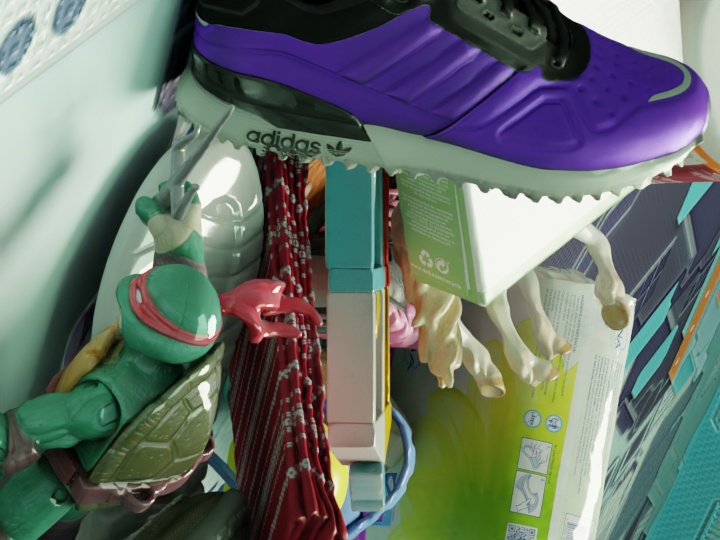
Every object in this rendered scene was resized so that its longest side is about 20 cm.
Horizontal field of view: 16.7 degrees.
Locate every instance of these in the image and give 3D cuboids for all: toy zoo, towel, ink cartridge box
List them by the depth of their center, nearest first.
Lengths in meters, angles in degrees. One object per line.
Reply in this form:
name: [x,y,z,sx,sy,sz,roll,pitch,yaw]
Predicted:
towel: [-0.034,0.053,0.991,0.145,0.022,0.200,107,-18,-54]
ink cartridge box: [0.072,-0.104,1.003,0.146,0.048,0.200,-36,133,-33]
toy zoo: [0.000,0.000,1.017,0.131,0.020,0.200,-23,113,-86]

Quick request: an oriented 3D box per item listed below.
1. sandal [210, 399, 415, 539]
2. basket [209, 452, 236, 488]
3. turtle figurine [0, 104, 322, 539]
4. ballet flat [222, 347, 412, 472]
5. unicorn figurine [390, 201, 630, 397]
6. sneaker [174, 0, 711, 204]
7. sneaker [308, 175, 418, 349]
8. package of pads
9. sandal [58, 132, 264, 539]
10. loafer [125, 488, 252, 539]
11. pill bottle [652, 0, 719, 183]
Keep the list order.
sandal: [-0.034,0.117,1.154,0.087,0.080,0.200,-24,166,-37]
basket: [-0.086,0.193,1.041,0.200,0.176,0.139,-44,177,-12]
turtle figurine: [-0.097,0.041,0.834,0.150,0.101,0.200,-22,153,-47]
ballet flat: [-0.012,0.073,1.253,0.068,0.072,0.200,-59,167,-3]
unicorn figurine: [0.063,-0.020,1.128,0.074,0.137,0.200,-26,-179,16]
sneaker: [0.037,-0.088,0.892,0.070,0.200,0.100,-99,-163,-56]
sneaker: [0.002,-0.011,1.181,0.200,0.079,0.095,16,81,-77]
package of pads: [0.063,0.079,1.285,0.200,0.068,0.155,-9,-111,64]
sandal: [-0.090,0.039,0.959,0.082,0.050,0.203,-10,117,-54]
loafer: [-0.103,0.137,0.904,0.200,0.070,0.075,-43,143,-54]
pill bottle: [0.142,-0.098,1.193,0.114,0.114,0.200,-57,-154,-17]
